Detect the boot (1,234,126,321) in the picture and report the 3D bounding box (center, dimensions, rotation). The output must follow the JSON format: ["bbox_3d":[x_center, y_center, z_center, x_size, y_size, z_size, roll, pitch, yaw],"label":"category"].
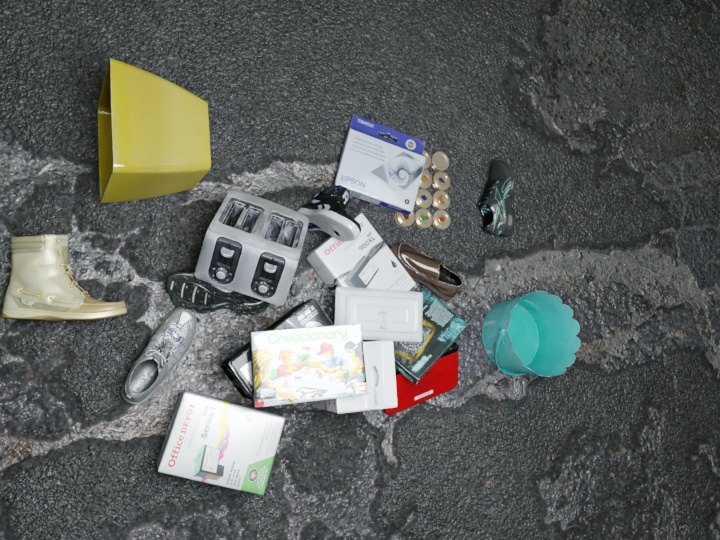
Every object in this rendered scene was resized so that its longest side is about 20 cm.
[{"bbox_3d":[-0.527,0.013,0.942,0.198,0.073,0.157,2,82,-15],"label":"boot"}]

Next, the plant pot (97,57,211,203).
[{"bbox_3d":[-0.390,-0.245,0.987,0.175,0.199,0.202,0,80,-33],"label":"plant pot"}]

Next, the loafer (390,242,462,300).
[{"bbox_3d":[0.158,-0.009,1.207,0.199,0.071,0.073,30,53,-18],"label":"loafer"}]

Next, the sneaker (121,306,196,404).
[{"bbox_3d":[-0.369,0.160,0.972,0.074,0.082,0.201,31,71,-13],"label":"sneaker"}]

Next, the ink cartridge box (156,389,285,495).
[{"bbox_3d":[-0.263,0.323,0.983,0.198,0.084,0.146,20,74,-16],"label":"ink cartridge box"}]

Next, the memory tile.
[{"bbox_3d":[0.154,-0.201,1.276,0.152,0.017,0.202,4,79,-21],"label":"memory tile"}]

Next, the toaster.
[{"bbox_3d":[-0.202,-0.049,1.019,0.179,0.119,0.201,20,34,-9],"label":"toaster"}]

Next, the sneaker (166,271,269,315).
[{"bbox_3d":[-0.282,0.039,1.034,0.198,0.079,0.074,11,113,-23],"label":"sneaker"}]

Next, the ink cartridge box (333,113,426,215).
[{"bbox_3d":[0.052,-0.254,1.221,0.198,0.041,0.202,17,76,-12],"label":"ink cartridge box"}]

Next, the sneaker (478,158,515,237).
[{"bbox_3d":[0.343,-0.187,1.317,0.079,0.075,0.202,1,80,-19],"label":"sneaker"}]

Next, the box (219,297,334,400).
[{"bbox_3d":[-0.161,0.153,1.011,0.200,0.164,0.086,-38,95,-23],"label":"box"}]

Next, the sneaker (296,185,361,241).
[{"bbox_3d":[-0.046,-0.132,1.091,0.112,0.199,0.073,-47,128,-20],"label":"sneaker"}]

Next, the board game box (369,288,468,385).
[{"bbox_3d":[0.131,0.141,1.149,0.135,0.028,0.200,39,54,18],"label":"board game box"}]

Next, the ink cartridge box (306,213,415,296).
[{"bbox_3d":[0.000,0.000,1.143,0.144,0.084,0.201,-40,96,-21],"label":"ink cartridge box"}]

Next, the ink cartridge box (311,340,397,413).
[{"bbox_3d":[-0.016,0.208,1.037,0.124,0.200,0.130,-1,80,-21],"label":"ink cartridge box"}]

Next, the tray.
[{"bbox_3d":[0.044,0.092,1.088,0.198,0.022,0.109,5,82,-18],"label":"tray"}]

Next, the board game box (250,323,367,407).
[{"bbox_3d":[-0.090,0.165,0.916,0.198,0.035,0.128,-4,81,-14],"label":"board game box"}]

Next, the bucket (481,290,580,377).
[{"bbox_3d":[0.400,0.155,1.244,0.205,0.135,0.209,4,79,-20],"label":"bucket"}]

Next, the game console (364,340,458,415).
[{"bbox_3d":[0.112,0.202,1.188,0.198,0.119,0.174,-16,117,-22],"label":"game console"}]
